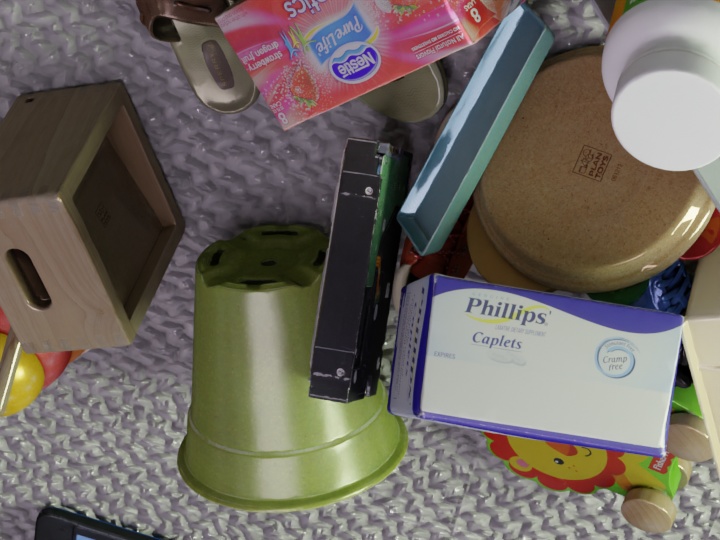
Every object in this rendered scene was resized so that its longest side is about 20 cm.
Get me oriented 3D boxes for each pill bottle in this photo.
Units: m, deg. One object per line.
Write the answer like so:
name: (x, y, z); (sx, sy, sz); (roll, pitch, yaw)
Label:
pill bottle: (0.227, -0.160, 1.451); (0.111, 0.200, 0.111); (9, 131, 10)

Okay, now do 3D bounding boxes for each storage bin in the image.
storage bin: (0.319, 0.047, 1.599); (0.094, 0.200, 0.199); (-4, 128, 22)

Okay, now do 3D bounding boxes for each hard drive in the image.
hard drive: (0.000, 0.000, 1.640); (0.038, 0.140, 0.200); (10, 92, 9)

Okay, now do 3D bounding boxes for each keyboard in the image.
keyboard: (0.228, -0.115, 1.512); (0.011, 0.056, 0.200); (-43, 69, 39)

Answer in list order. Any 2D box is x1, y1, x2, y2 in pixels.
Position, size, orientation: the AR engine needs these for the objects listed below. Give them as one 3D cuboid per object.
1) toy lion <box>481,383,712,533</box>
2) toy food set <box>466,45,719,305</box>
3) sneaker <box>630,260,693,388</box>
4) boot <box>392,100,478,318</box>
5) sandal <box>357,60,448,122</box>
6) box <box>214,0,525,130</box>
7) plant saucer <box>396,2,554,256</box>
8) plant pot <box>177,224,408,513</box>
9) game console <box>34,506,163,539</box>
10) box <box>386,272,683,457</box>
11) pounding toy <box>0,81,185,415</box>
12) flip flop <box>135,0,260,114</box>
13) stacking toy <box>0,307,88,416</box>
toy lion: (0.198, 0.134, 1.796); (0.192, 0.069, 0.200); (23, 144, 5)
toy food set: (0.179, -0.071, 1.572); (0.198, 0.200, 0.049); (5, 166, 22)
sneaker: (0.244, 0.009, 1.647); (0.111, 0.077, 0.200); (38, 145, 32)
boot: (0.076, -0.042, 1.665); (0.075, 0.107, 0.200); (20, 130, 4)
sandal: (-0.020, -0.179, 1.610); (0.201, 0.057, 0.080); (40, 129, -17)
box: (0.009, -0.187, 1.485); (0.200, 0.095, 0.103); (-19, 107, 44)
plant saucer: (0.087, -0.107, 1.586); (0.019, 0.070, 0.200); (18, 111, -25)
plant pot: (-0.067, 0.071, 1.769); (0.200, 0.200, 0.190); (3, 119, 16)
game console: (-0.249, 0.352, 2.096); (0.200, 0.118, 0.171); (16, 132, 3)
box: (0.123, 0.072, 1.558); (0.184, 0.105, 0.200); (9, 176, -4)
pounding toy: (-0.251, -0.016, 1.737); (0.142, 0.184, 0.200); (-5, 128, 22)
flip flop: (-0.137, -0.197, 1.631); (0.081, 0.058, 0.200); (-8, 126, 23)
stacking toy: (-0.314, 0.075, 1.824); (0.146, 0.200, 0.146); (9, 131, 10)
